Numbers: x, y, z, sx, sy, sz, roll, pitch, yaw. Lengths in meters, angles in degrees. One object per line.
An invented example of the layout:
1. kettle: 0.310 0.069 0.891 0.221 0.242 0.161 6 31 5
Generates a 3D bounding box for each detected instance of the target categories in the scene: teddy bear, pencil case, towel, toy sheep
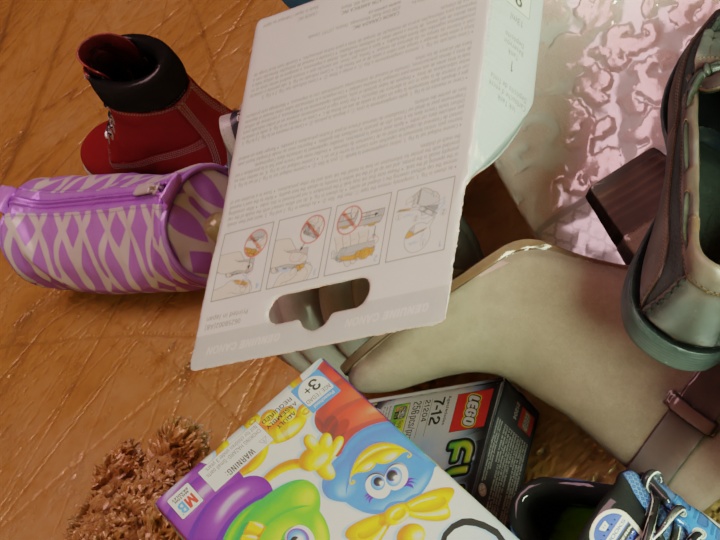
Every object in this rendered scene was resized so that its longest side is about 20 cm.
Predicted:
1. teddy bear: -0.140 0.166 1.070 0.145 0.067 0.200 -7 50 46
2. pencil case: -0.156 -0.028 1.270 0.200 0.085 0.084 -4 62 46
3. towel: 0.151 -0.094 0.929 0.200 0.032 0.191 -30 67 11
4. toy sheep: 0.000 0.000 1.031 0.138 0.138 0.200 -53 25 -10

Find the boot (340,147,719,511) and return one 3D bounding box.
1. boot: 0.110 0.047 0.864 0.200 0.146 0.070 -35 -7 10

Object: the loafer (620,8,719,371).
1. loafer: 0.163 -0.049 0.822 0.063 0.072 0.200 111 180 -54

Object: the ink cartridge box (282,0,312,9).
1. ink cartridge box: 0.090 -0.180 1.107 0.200 0.147 0.146 -6 50 44

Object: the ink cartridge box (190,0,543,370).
1. ink cartridge box: 0.004 -0.048 0.924 0.162 0.057 0.201 -13 62 40

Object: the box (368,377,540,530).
1. box: 0.015 0.150 0.948 0.110 0.035 0.200 -14 46 38

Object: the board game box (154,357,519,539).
1. board game box: 0.018 0.147 0.832 0.105 0.103 0.200 -41 46 -10

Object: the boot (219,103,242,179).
1. boot: -0.031 -0.081 1.086 0.095 0.200 0.074 1 49 -9

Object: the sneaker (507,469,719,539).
1. sneaker: 0.129 0.135 0.794 0.200 0.089 0.079 15 67 53

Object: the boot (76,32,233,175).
1. boot: -0.158 -0.111 1.305 0.200 0.144 0.073 5 60 51
